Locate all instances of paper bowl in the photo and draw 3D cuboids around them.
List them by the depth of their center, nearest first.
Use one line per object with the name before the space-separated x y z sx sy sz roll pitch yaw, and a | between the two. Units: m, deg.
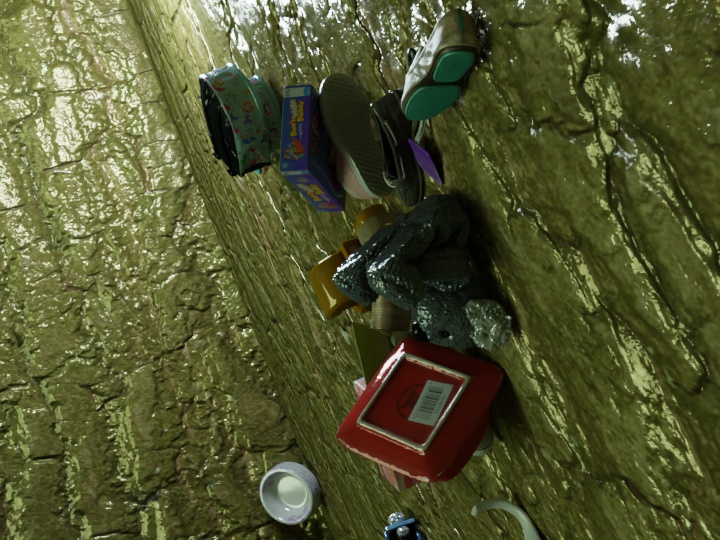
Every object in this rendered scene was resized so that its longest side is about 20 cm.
paper bowl | -0.226 0.733 3.529 0.104 0.200 0.201 -25 -86 -64

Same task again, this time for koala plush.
koala plush | 0.107 0.023 1.395 0.200 0.184 0.177 50 163 -15

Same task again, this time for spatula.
spatula | 0.078 -0.200 1.382 0.057 0.021 0.200 44 151 46

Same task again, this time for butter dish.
butter dish | 0.104 0.224 1.534 0.199 0.200 0.148 16 151 41

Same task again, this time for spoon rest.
spoon rest | 0.253 0.419 1.592 0.200 0.061 0.099 48 160 20

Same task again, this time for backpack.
backpack | -0.241 -0.311 2.120 0.178 0.150 0.200 51 165 43

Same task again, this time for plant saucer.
plant saucer | 0.054 0.199 1.699 0.200 0.048 0.200 58 -164 -59

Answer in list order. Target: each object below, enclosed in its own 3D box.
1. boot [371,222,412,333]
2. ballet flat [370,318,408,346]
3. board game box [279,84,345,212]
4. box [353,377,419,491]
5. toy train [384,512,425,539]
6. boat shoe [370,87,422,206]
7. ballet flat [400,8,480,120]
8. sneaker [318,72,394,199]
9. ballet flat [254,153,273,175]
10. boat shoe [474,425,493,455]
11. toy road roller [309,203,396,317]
boot | 0.079 0.014 1.553 0.077 0.200 0.156 2 84 37
ballet flat | 0.081 0.161 1.843 0.063 0.069 0.200 -17 98 48
board game box | -0.069 -0.184 1.642 0.200 0.045 0.135 44 -134 -69
box | 0.072 0.285 1.940 0.095 0.103 0.200 -152 44 -68
toy train | 0.099 0.627 2.369 0.114 0.087 0.200 -122 16 -54
boat shoe | 0.046 -0.165 1.477 0.200 0.057 0.067 83 159 -45
ballet flat | 0.093 -0.238 1.223 0.200 0.068 0.067 135 132 -69
sneaker | -0.019 -0.197 1.629 0.200 0.075 0.105 65 161 -4
ballet flat | -0.227 -0.263 2.317 0.200 0.064 0.076 42 146 56
boat shoe | 0.142 0.189 1.623 0.070 0.071 0.200 97 151 -50
toy road roller | 0.000 0.000 1.701 0.123 0.146 0.200 63 165 20
